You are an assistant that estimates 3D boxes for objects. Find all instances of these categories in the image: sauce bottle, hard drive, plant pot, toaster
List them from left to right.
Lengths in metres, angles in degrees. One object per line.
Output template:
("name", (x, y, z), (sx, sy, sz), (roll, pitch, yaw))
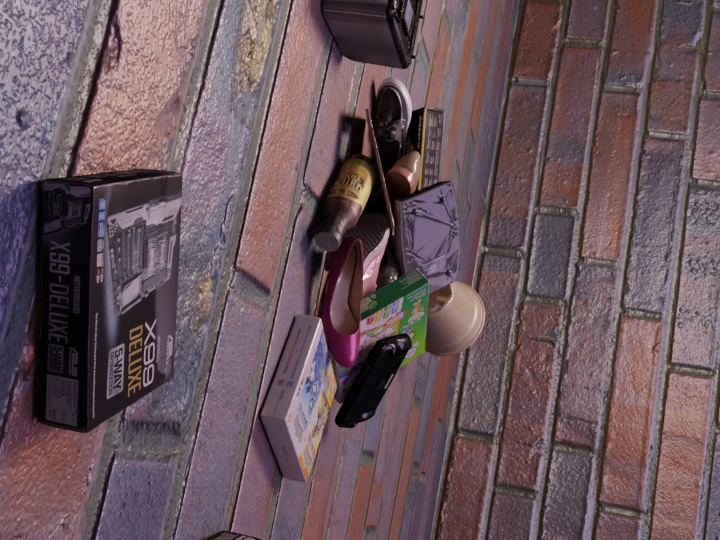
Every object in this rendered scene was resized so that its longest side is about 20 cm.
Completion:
("sauce bottle", (-0.024, -0.108, 1.429), (0.201, 0.064, 0.065), (-70, 162, -45))
("toaster", (0.028, -0.428, 1.346), (0.200, 0.117, 0.183), (48, 51, -73))
("hard drive", (0.121, -0.056, 1.623), (0.134, 0.042, 0.202), (-24, 122, -28))
("plant pot", (0.188, 0.084, 2.183), (0.184, 0.198, 0.202), (48, 50, -57))

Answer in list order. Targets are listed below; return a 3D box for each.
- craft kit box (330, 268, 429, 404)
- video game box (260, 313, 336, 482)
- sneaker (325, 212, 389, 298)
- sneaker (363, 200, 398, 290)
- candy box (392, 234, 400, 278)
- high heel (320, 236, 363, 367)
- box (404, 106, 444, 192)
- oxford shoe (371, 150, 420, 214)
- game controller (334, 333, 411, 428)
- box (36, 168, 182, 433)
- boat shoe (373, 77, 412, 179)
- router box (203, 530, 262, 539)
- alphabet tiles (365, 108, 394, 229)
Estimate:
("craft kit box", (0.029, 0.117, 1.559), (0.199, 0.049, 0.199), (-29, 146, -23))
("video game box", (-0.091, 0.200, 1.377), (0.201, 0.046, 0.183), (80, 25, -51))
("sneaker", (0.000, 0.000, 1.560), (0.105, 0.075, 0.201), (70, 38, -53))
("sneaker", (0.028, -0.053, 1.635), (0.201, 0.066, 0.091), (-92, 166, -45))
("candy box", (0.057, 0.043, 1.713), (0.201, 0.060, 0.137), (-65, 156, -49))
("high heel", (-0.017, 0.050, 1.405), (0.096, 0.067, 0.202), (158, -65, -63))
("box", (0.104, -0.207, 1.739), (0.159, 0.049, 0.202), (-175, -90, -71))
("oxford shoe", (0.075, -0.154, 1.677), (0.074, 0.071, 0.200), (-55, -179, -24))
("game controller", (0.023, 0.196, 1.575), (0.104, 0.042, 0.201), (-18, 141, -56))
("box", (-0.213, 0.018, 0.770), (0.158, 0.049, 0.202), (-31, 127, -73))
("boat shoe", (0.057, -0.259, 1.665), (0.057, 0.068, 0.202), (-65, 160, -48))
("router box", (-0.188, 0.410, 1.065), (0.200, 0.061, 0.152), (21, 78, -76))
("alphabet tiles", (0.034, -0.171, 1.534), (0.167, 0.007, 0.202), (-74, 152, -87))
